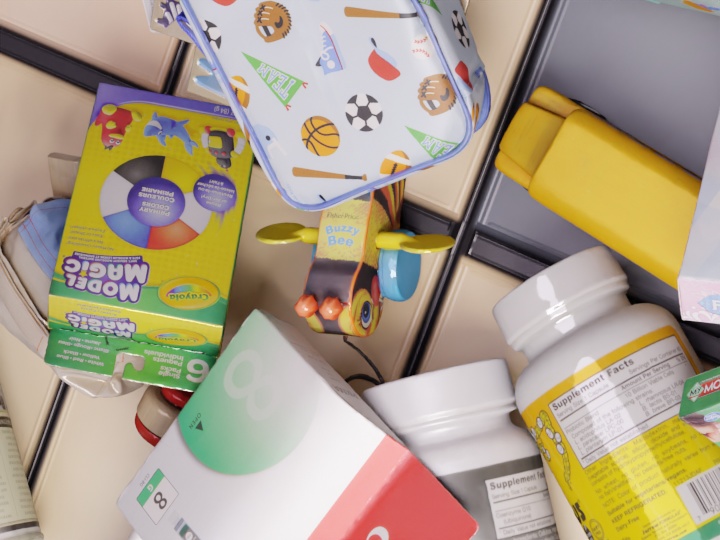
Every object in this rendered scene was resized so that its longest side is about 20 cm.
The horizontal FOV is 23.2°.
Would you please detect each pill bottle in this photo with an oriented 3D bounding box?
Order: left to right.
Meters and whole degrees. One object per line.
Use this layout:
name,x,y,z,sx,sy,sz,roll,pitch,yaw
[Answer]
pill bottle,0.066,0.164,1.096,0.113,0.114,0.202,-15,83,22
pill bottle,0.162,0.092,1.058,0.112,0.113,0.201,-33,77,19

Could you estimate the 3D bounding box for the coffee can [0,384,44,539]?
coffee can,-0.321,0.116,1.250,0.145,0.146,0.202,-21,81,22

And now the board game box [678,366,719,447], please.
board game box,0.290,0.076,0.946,0.199,0.134,0.029,-27,37,46

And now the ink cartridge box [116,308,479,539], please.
ink cartridge box,-0.045,0.147,1.066,0.161,0.050,0.200,-53,52,10

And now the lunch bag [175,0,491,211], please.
lunch bag,-0.022,-0.144,1.059,0.159,0.076,0.201,-19,106,25

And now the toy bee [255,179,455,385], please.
toy bee,0.000,0.000,1.135,0.130,0.109,0.202,-19,81,20

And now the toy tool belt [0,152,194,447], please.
toy tool belt,-0.165,0.018,1.199,0.199,0.125,0.124,38,111,19

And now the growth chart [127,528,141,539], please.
growth chart,-0.091,0.236,1.138,0.199,0.018,0.146,26,98,26

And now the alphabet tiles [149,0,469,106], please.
alphabet tiles,-0.033,-0.168,1.097,0.198,0.006,0.168,19,116,9

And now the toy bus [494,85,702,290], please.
toy bus,0.172,-0.041,1.075,0.199,0.078,0.065,34,102,21

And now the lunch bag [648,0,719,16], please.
lunch bag,0.197,-0.246,1.067,0.198,0.077,0.162,19,92,22

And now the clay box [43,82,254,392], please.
clay box,-0.135,-0.023,1.151,0.114,0.048,0.202,10,56,-5

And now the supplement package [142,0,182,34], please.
supplement package,-0.043,-0.232,1.155,0.198,0.114,0.111,-16,84,22

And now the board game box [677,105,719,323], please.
board game box,0.293,-0.051,0.977,0.198,0.044,0.200,7,53,21
